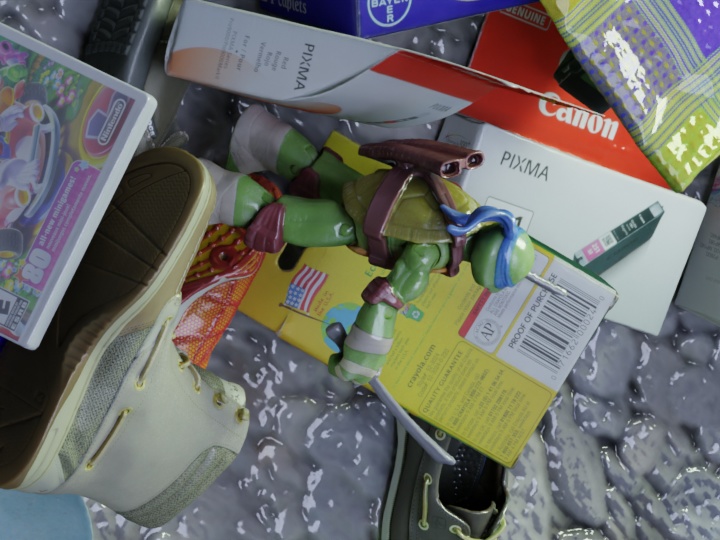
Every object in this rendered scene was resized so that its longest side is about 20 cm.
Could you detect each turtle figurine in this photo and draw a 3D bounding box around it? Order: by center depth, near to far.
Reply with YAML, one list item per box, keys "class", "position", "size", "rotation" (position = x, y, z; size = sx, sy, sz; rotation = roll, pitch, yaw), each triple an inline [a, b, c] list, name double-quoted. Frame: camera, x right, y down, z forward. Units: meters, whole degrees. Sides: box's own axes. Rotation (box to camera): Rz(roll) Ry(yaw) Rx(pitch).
- class: "turtle figurine"
  position: [0.000, 0.000, 1.600]
  size: [0.144, 0.193, 0.200]
  rotation: [-62, 164, -16]

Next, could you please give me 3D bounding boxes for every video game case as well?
- class: "video game case"
  position: [-0.221, -0.066, 1.473]
  size: [0.144, 0.200, 0.018]
  rotation: [-64, 166, -1]

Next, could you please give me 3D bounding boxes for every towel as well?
- class: "towel"
  position: [0.176, -0.162, 1.647]
  size: [0.144, 0.023, 0.200]
  rotation: [-38, 105, -21]

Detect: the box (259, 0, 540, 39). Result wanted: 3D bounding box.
- class: "box"
  position: [0.040, -0.250, 1.634]
  size: [0.184, 0.105, 0.201]
  rotation: [-15, 112, -31]

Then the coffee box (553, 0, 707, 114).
- class: "coffee box"
  position: [0.201, -0.196, 1.739]
  size: [0.044, 0.123, 0.200]
  rotation: [36, 73, -5]

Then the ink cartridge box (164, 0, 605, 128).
- class: "ink cartridge box"
  position: [0.015, -0.097, 1.574]
  size: [0.162, 0.200, 0.050]
  rotation: [9, 99, -67]

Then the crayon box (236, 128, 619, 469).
- class: "crayon box"
  position: [0.036, 0.013, 1.706]
  size: [0.200, 0.051, 0.127]
  rotation: [31, 95, -11]

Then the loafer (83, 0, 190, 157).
- class: "loafer"
  position: [-0.129, -0.067, 1.593]
  size: [0.070, 0.075, 0.201]
  rotation: [21, 92, -33]

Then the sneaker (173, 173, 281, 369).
- class: "sneaker"
  position: [-0.110, 0.029, 1.653]
  size: [0.200, 0.073, 0.077]
  rotation: [-55, 159, -12]

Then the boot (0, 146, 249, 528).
- class: "boot"
  position: [-0.109, 0.040, 1.530]
  size: [0.155, 0.072, 0.200]
  rotation: [26, 96, -53]

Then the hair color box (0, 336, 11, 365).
- class: "hair color box"
  position: [-0.219, -0.004, 1.526]
  size: [0.065, 0.109, 0.200]
  rotation: [25, 89, -47]

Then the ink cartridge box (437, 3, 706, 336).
- class: "ink cartridge box"
  position: [0.138, -0.066, 1.799]
  size: [0.200, 0.044, 0.174]
  rotation: [17, 96, -37]

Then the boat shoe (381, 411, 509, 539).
- class: "boat shoe"
  position: [0.059, 0.141, 1.797]
  size: [0.072, 0.060, 0.202]
  rotation: [-9, 109, -32]

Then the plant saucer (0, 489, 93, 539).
- class: "plant saucer"
  position: [-0.244, 0.175, 1.594]
  size: [0.201, 0.039, 0.201]
  rotation: [-24, 135, -26]

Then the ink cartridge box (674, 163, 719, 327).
- class: "ink cartridge box"
  position: [0.310, -0.047, 1.897]
  size: [0.147, 0.086, 0.201]
  rotation: [14, 98, -37]
